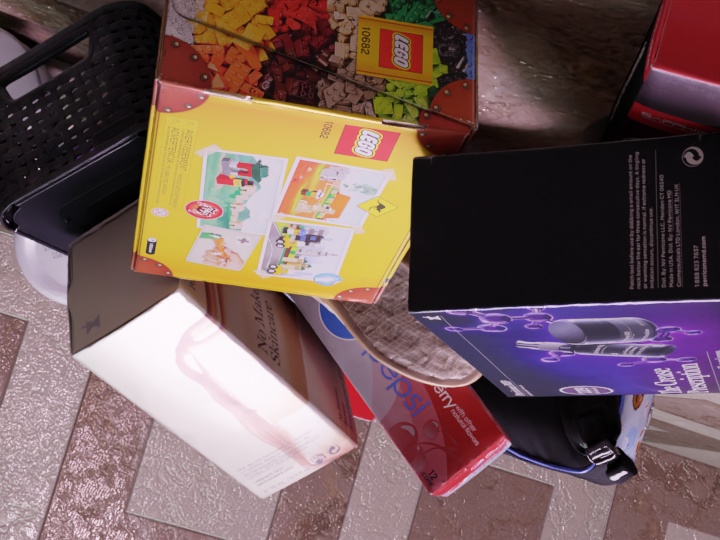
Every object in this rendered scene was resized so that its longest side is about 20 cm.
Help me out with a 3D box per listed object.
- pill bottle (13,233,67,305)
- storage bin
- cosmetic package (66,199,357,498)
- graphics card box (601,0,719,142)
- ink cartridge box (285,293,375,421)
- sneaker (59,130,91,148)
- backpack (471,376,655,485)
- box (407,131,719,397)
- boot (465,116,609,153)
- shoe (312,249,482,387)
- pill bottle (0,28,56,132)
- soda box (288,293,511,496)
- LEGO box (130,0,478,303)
[{"bbox_3d":[-0.227,-0.051,1.115,0.107,0.110,0.200,16,-158,1],"label":"pill bottle"},{"bbox_3d":[-0.146,-0.075,0.826,0.134,0.095,0.200,-26,159,14],"label":"storage bin"},{"bbox_3d":[-0.094,0.050,0.808,0.087,0.104,0.200,-30,135,16],"label":"cosmetic package"},{"bbox_3d":[0.181,-0.067,0.567,0.124,0.052,0.200,16,173,5],"label":"graphics card box"},{"bbox_3d":[-0.027,0.028,1.084,0.198,0.178,0.084,20,172,-25],"label":"ink cartridge box"},{"bbox_3d":[-0.181,-0.062,0.981,0.080,0.090,0.199,-30,169,40],"label":"sneaker"},{"bbox_3d":[0.145,0.045,0.913,0.198,0.193,0.154,16,179,29],"label":"backpack"},{"bbox_3d":[0.117,0.008,0.614,0.139,0.080,0.200,-1,164,21],"label":"box"},{"bbox_3d":[0.099,-0.048,0.776,0.131,0.070,0.201,42,153,22],"label":"boot"},{"bbox_3d":[0.000,0.000,0.780,0.199,0.070,0.053,35,-158,1],"label":"shoe"},{"bbox_3d":[-0.292,-0.121,0.967,0.112,0.116,0.200,18,173,-8],"label":"pill bottle"},{"bbox_3d":[0.019,0.054,0.839,0.201,0.063,0.070,53,-178,16],"label":"soda box"},{"bbox_3d":[-0.037,-0.064,0.642,0.146,0.078,0.200,8,154,-11],"label":"LEGO box"}]
